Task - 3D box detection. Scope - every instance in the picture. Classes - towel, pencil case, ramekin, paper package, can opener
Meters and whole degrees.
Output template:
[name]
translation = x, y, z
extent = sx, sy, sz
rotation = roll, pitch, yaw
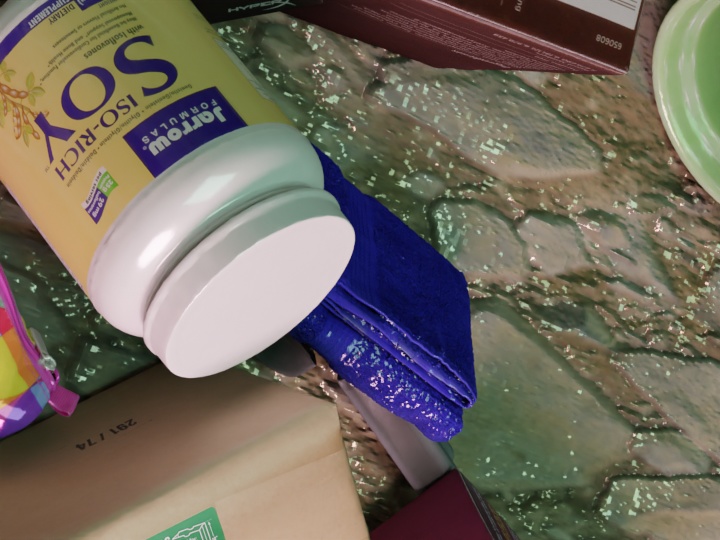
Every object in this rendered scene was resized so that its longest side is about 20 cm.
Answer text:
[towel]
translation = 0.000, 0.000, 1.223
extent = 0.200, 0.049, 0.148
rotation = 40, 36, -31
[pencil case]
translation = -0.233, 0.002, 1.093
extent = 0.088, 0.088, 0.201
rotation = -34, 114, -25
[ramekin]
translation = 0.308, -0.129, 1.367
extent = 0.098, 0.200, 0.201
rotation = -36, 114, -33
[paper package]
translation = -0.123, 0.140, 1.118
extent = 0.200, 0.190, 0.104
rotation = -26, 109, -27
[can opener]
translation = -0.007, 0.070, 1.277
extent = 0.066, 0.053, 0.200
rotation = -33, 116, 12

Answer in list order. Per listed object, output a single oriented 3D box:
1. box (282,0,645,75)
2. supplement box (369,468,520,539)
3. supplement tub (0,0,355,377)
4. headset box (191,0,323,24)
[box]
translation = 0.058, -0.217, 1.185
extent = 0.164, 0.200, 0.167
rotation = 14, 88, -33
[supplement box]
translation = 0.078, 0.251, 1.292
extent = 0.131, 0.103, 0.200
rotation = -36, 118, 6
[supplement tub]
translation = -0.110, -0.056, 1.076
extent = 0.145, 0.200, 0.146
rotation = -34, 157, -16
[headset box]
translation = -0.083, -0.247, 1.074
extent = 0.200, 0.075, 0.149
rotation = 55, 29, -64
